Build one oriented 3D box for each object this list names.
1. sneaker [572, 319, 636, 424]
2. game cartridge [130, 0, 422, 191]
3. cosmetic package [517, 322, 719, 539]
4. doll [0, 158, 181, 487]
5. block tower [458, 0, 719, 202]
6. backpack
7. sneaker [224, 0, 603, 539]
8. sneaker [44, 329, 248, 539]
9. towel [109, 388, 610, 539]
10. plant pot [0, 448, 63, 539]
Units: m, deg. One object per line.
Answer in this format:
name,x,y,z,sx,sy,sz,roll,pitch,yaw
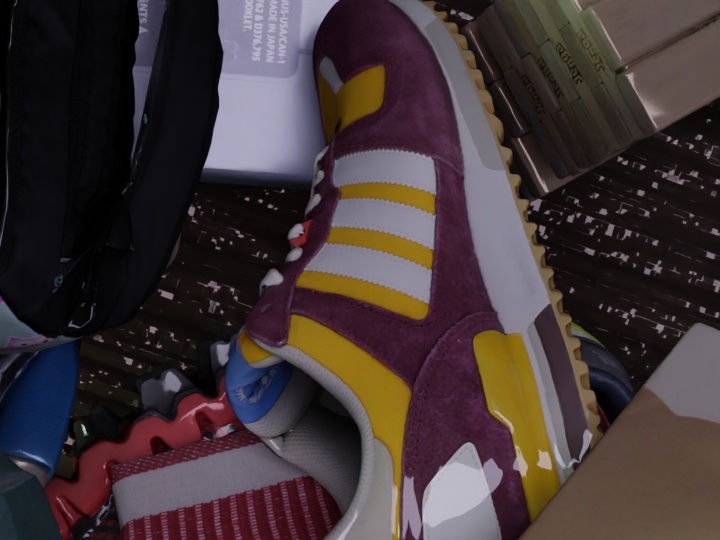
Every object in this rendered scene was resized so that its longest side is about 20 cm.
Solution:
sneaker,0.014,0.094,0.784,0.074,0.081,0.200,36,82,-4
game cartridge,-0.041,-0.127,0.814,0.132,0.041,0.201,5,86,-5
cosmetic package,0.068,0.116,0.609,0.105,0.071,0.200,24,56,29
doll,-0.136,0.033,0.756,0.199,0.049,0.137,-33,53,-13
block tower,0.064,-0.058,0.743,0.058,0.200,0.054,-28,90,-14
backpack,-0.117,-0.072,0.704,0.126,0.167,0.201,-8,77,22
sneaker,0.000,0.000,0.720,0.090,0.075,0.201,-13,48,-8
sneaker,-0.064,0.090,0.779,0.200,0.071,0.098,-36,92,-7
towel,0.018,0.115,0.681,0.143,0.023,0.201,-13,48,-4
plant pot,-0.180,0.091,0.596,0.195,0.200,0.201,-29,91,11
